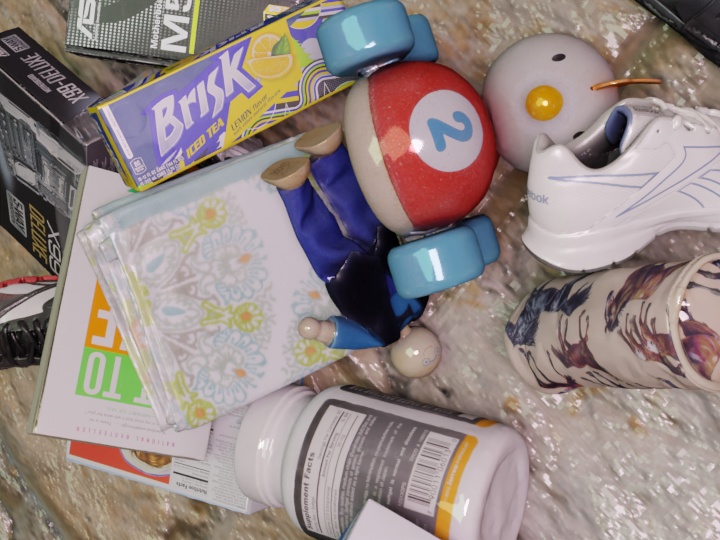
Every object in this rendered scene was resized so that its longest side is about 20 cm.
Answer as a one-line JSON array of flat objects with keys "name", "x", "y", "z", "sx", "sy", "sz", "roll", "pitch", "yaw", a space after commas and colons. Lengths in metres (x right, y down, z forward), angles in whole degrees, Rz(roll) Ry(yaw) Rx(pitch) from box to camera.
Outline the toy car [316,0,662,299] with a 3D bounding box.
[{"name": "toy car", "x": 0.100, "y": -0.103, "z": 0.691, "sx": 0.199, "sy": 0.177, "sz": 0.186, "roll": -18, "pitch": 92, "yaw": 15}]

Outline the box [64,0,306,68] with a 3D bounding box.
[{"name": "box", "x": -0.130, "y": -0.261, "z": 0.836, "sx": 0.192, "sy": 0.048, "sz": 0.202, "roll": 9, "pitch": 95, "yaw": 1}]

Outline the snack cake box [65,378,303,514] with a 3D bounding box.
[{"name": "snack cake box", "x": -0.151, "y": 0.122, "z": 0.879, "sx": 0.199, "sy": 0.067, "sz": 0.116, "roll": 9, "pitch": 96, "yaw": 29}]

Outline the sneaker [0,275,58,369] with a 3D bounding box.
[{"name": "sneaker", "x": -0.243, "y": 0.045, "z": 0.837, "sx": 0.199, "sy": 0.098, "sz": 0.071, "roll": -14, "pitch": 118, "yaw": -11}]

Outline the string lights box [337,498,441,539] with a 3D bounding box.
[{"name": "string lights box", "x": 0.013, "y": 0.237, "z": 0.714, "sx": 0.102, "sy": 0.059, "sz": 0.200, "roll": 30, "pitch": 146, "yaw": 3}]

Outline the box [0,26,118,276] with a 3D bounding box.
[{"name": "box", "x": -0.262, "y": -0.082, "z": 0.896, "sx": 0.158, "sy": 0.050, "sz": 0.201, "roll": 40, "pitch": 141, "yaw": 23}]

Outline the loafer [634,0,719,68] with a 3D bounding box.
[{"name": "loafer", "x": 0.226, "y": -0.175, "z": 0.664, "sx": 0.200, "sy": 0.070, "sz": 0.068, "roll": 40, "pitch": 109, "yaw": 23}]

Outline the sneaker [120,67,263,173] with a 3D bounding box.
[{"name": "sneaker", "x": -0.113, "y": -0.113, "z": 0.855, "sx": 0.199, "sy": 0.092, "sz": 0.076, "roll": 29, "pitch": 149, "yaw": 7}]

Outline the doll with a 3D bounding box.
[{"name": "doll", "x": 0.000, "y": 0.000, "z": 0.755, "sx": 0.048, "sy": 0.137, "sz": 0.201, "roll": -1, "pitch": 129, "yaw": 48}]

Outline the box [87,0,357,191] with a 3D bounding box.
[{"name": "box", "x": -0.096, "y": -0.134, "z": 0.771, "sx": 0.199, "sy": 0.064, "sz": 0.070, "roll": -29, "pitch": 107, "yaw": -14}]

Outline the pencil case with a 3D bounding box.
[{"name": "pencil case", "x": 0.168, "y": 0.039, "z": 0.638, "sx": 0.078, "sy": 0.089, "sz": 0.200, "roll": -66, "pitch": 17, "yaw": -14}]

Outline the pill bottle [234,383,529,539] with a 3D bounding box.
[{"name": "pill bottle", "x": 0.014, "y": 0.149, "z": 0.761, "sx": 0.199, "sy": 0.116, "sz": 0.117, "roll": 11, "pitch": 96, "yaw": 29}]

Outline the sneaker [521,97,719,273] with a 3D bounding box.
[{"name": "sneaker", "x": 0.191, "y": -0.066, "z": 0.633, "sx": 0.075, "sy": 0.199, "sz": 0.088, "roll": -128, "pitch": 22, "yaw": -54}]

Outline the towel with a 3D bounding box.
[{"name": "towel", "x": -0.088, "y": 0.006, "z": 0.769, "sx": 0.048, "sy": 0.199, "sz": 0.172, "roll": 9, "pitch": 120, "yaw": 66}]

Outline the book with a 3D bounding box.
[{"name": "book", "x": -0.167, "y": 0.035, "z": 0.793, "sx": 0.048, "sy": 0.133, "sz": 0.202, "roll": -19, "pitch": 61, "yaw": 62}]
